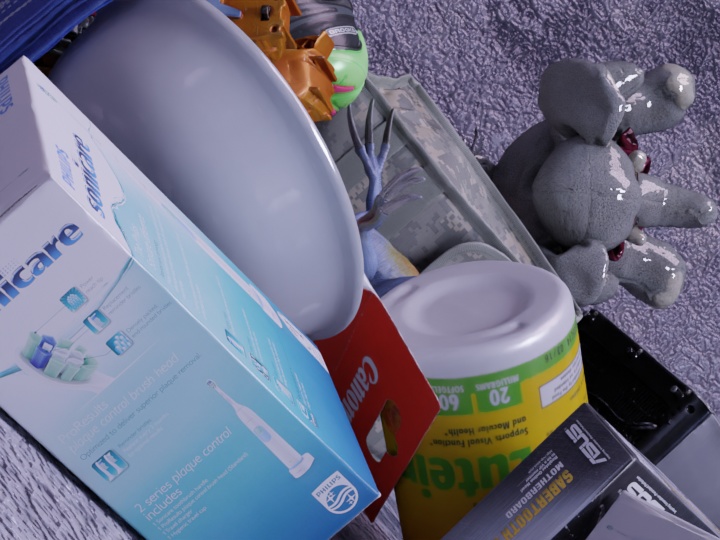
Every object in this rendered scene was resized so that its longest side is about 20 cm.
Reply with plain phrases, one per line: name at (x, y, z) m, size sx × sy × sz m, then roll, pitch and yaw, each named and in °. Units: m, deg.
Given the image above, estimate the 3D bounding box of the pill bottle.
pill bottle at (0.072, 0.107, 1.287) m, size 0.111 × 0.110 × 0.201 m, roll -118°, pitch -164°, yaw -65°

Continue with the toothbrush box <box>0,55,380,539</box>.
toothbrush box at (-0.097, 0.025, 0.999) m, size 0.200 × 0.085 × 0.147 m, roll 47°, pitch 8°, yaw -26°

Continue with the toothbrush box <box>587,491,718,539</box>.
toothbrush box at (0.157, 0.227, 1.138) m, size 0.200 × 0.147 × 0.085 m, roll 47°, pitch -12°, yaw -29°

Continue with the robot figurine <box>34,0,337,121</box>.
robot figurine at (-0.120, -0.114, 1.282) m, size 0.145 × 0.198 × 0.059 m, roll 60°, pitch 34°, yaw -61°

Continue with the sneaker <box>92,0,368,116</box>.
sneaker at (-0.093, -0.142, 1.376) m, size 0.198 × 0.077 × 0.084 m, roll 13°, pitch 57°, yaw -13°

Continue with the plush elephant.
plush elephant at (0.153, -0.051, 1.537) m, size 0.198 × 0.166 × 0.155 m, roll 5°, pitch 9°, yaw -21°

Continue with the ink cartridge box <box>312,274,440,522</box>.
ink cartridge box at (-0.041, 0.025, 1.263) m, size 0.201 × 0.057 × 0.163 m, roll 65°, pitch -22°, yaw 20°

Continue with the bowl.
bowl at (-0.096, -0.032, 1.158) m, size 0.201 × 0.090 × 0.202 m, roll 41°, pitch -29°, yaw 28°

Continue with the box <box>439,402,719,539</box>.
box at (0.112, 0.172, 1.226) m, size 0.048 × 0.158 × 0.200 m, roll 48°, pitch 4°, yaw 41°

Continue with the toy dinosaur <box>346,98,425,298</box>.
toy dinosaur at (0.000, 0.000, 1.337) m, size 0.180 × 0.202 × 0.105 m, roll 15°, pitch -4°, yaw -4°

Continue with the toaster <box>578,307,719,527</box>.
toaster at (0.142, 0.146, 1.534) m, size 0.119 × 0.200 × 0.181 m, roll 48°, pitch -2°, yaw -25°

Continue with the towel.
towel at (-0.173, -0.144, 1.205) m, size 0.024 × 0.144 × 0.200 m, roll 49°, pitch 5°, yaw -27°

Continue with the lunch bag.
lunch bag at (0.018, 0.007, 1.469) m, size 0.200 × 0.164 × 0.117 m, roll 52°, pitch 17°, yaw 8°
